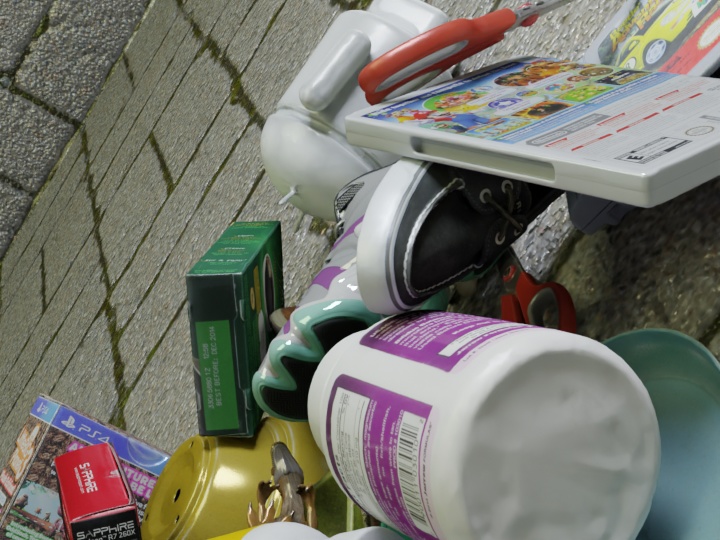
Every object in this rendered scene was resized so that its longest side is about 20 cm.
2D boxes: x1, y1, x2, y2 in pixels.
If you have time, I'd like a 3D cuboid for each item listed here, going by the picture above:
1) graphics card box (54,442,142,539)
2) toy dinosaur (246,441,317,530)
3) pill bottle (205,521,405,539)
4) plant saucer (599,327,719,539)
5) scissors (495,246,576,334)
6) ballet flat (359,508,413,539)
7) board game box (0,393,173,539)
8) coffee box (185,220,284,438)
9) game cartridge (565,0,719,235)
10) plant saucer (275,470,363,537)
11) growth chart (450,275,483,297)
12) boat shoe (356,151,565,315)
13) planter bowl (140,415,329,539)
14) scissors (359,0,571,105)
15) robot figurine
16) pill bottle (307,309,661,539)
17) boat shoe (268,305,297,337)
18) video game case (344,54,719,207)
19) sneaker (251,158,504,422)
[{"bbox_3d":[-0.177,0.240,0.976,0.125,0.050,0.202,-144,45,-68],"label":"graphics card box"},{"bbox_3d":[-0.050,0.189,0.781,0.106,0.060,0.201,109,179,-56],"label":"toy dinosaur"},{"bbox_3d":[-0.065,0.190,0.679,0.199,0.113,0.113,-20,41,29],"label":"pill bottle"},{"bbox_3d":[0.113,0.123,0.640,0.200,0.027,0.201,-49,24,30],"label":"plant saucer"},{"bbox_3d":[0.096,0.005,0.795,0.073,0.014,0.201,-50,18,32],"label":"scissors"},{"bbox_3d":[0.024,0.142,0.780,0.076,0.067,0.201,108,171,-47],"label":"ballet flat"},{"bbox_3d":[-0.227,0.226,1.103,0.201,0.159,0.097,-64,21,-11],"label":"board game box"},{"bbox_3d":[-0.090,0.038,1.030,0.200,0.044,0.124,-73,-20,-76],"label":"coffee box"},{"bbox_3d":[0.184,-0.126,0.779,0.200,0.041,0.134,-48,21,31],"label":"game cartridge"},{"bbox_3d":[-0.050,0.245,0.817,0.200,0.048,0.201,-44,26,29],"label":"plant saucer"},{"bbox_3d":[0.059,-0.034,0.973,0.200,0.018,0.146,-10,53,63],"label":"growth chart"},{"bbox_3d":[0.064,-0.040,0.716,0.056,0.069,0.200,4,30,32],"label":"boat shoe"},{"bbox_3d":[-0.102,0.177,0.985,0.200,0.083,0.201,-47,25,30],"label":"planter bowl"},{"bbox_3d":[0.086,-0.141,0.765,0.199,0.014,0.073,-26,-9,-10],"label":"scissors"},{"bbox_3d":[-0.003,-0.122,1.069,0.113,0.170,0.201,29,79,27],"label":"robot figurine"},{"bbox_3d":[0.046,0.077,0.658,0.113,0.112,0.200,-64,21,-7],"label":"pill bottle"},{"bbox_3d":[-0.015,0.056,0.970,0.074,0.076,0.200,-28,12,-5],"label":"boat shoe"},{"bbox_3d":[0.108,-0.076,0.687,0.199,0.143,0.018,18,123,46],"label":"video game case"},{"bbox_3d":[0.000,0.000,0.872,0.200,0.078,0.140,-41,30,1],"label":"sneaker"}]
